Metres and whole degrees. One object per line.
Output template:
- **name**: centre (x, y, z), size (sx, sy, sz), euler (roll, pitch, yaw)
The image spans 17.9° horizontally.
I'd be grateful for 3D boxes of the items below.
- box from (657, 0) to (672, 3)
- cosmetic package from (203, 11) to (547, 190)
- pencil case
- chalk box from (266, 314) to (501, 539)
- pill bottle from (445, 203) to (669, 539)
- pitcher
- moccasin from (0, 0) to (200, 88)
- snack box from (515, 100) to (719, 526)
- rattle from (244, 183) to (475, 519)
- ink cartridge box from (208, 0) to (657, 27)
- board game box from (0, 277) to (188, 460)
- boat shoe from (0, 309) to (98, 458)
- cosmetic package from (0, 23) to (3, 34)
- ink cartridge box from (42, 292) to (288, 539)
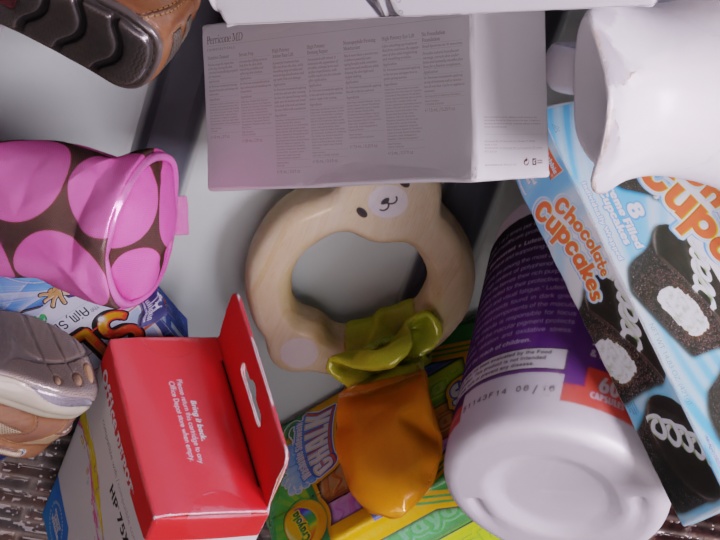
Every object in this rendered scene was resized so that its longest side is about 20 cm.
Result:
- **box**: centre (0.121, -0.192, 1.024), size (0.116, 0.061, 0.200), euler (-21, 131, 36)
- **cosmetic package**: centre (0.004, -0.081, 1.068), size (0.050, 0.199, 0.083), euler (-6, 95, -39)
- **pencil case**: centre (-0.186, -0.035, 1.118), size (0.198, 0.094, 0.092), euler (13, 112, 17)
- **chalk box**: centre (0.024, 0.143, 1.274), size (0.199, 0.124, 0.125), euler (-31, 122, 14)
- **pill bottle**: centre (0.113, 0.031, 1.145), size (0.110, 0.201, 0.112), euler (9, 143, 7)
- **pitcher**: centre (0.185, -0.086, 1.005), size (0.198, 0.172, 0.122), euler (-2, 105, -5)
- **moccasin**: centre (-0.168, -0.165, 1.074), size (0.200, 0.078, 0.074), euler (25, 136, -1)
- **snack box**: centre (0.154, 0.010, 1.075), size (0.116, 0.201, 0.037), euler (-15, 164, -42)
- **rattle**: centre (0.000, 0.000, 1.170), size (0.129, 0.143, 0.201), euler (15, 129, 5)
- **ink cartridge box**: centre (0.024, -0.186, 0.940), size (0.198, 0.084, 0.146), euler (0, 129, 23)
- **board game box**: centre (-0.211, 0.038, 1.228), size (0.199, 0.035, 0.136), euler (-30, 122, 13)
- **boat shoe**: centre (-0.234, 0.048, 1.166), size (0.199, 0.076, 0.072), euler (23, 120, -19)
- **cosmetic package**: centre (-0.271, -0.122, 1.068), size (0.198, 0.083, 0.051), euler (19, 122, -9)
- **ink cartridge box**: centre (-0.107, 0.116, 1.213), size (0.067, 0.117, 0.201), euler (0, 139, -25)
